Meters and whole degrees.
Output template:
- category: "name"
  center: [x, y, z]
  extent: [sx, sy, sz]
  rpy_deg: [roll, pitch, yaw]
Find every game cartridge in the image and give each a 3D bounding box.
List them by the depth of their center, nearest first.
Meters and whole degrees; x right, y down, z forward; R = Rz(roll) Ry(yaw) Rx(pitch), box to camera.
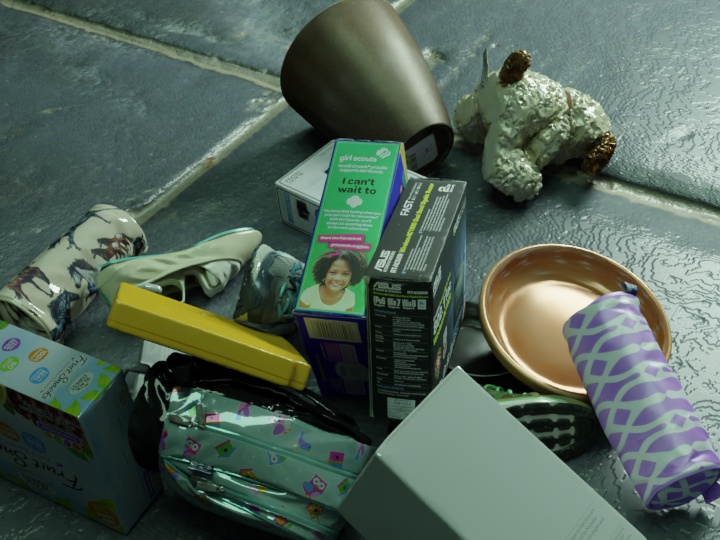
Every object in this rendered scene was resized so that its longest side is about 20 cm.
- category: "game cartridge"
  center: [-0.141, 0.059, 0.989]
  extent: [0.175, 0.033, 0.200]
  rpy_deg: [20, 1, -11]

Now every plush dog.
- category: "plush dog"
  center: [0.232, -0.190, 1.361]
  extent: [0.170, 0.161, 0.201]
  rpy_deg: [7, 35, -23]

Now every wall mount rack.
- category: "wall mount rack"
  center: [-0.158, 0.094, 1.111]
  extent: [0.172, 0.075, 0.201]
  rpy_deg: [19, 37, -19]

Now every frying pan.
- category: "frying pan"
  center: [0.148, 0.065, 1.138]
  extent: [0.188, 0.031, 0.115]
  rpy_deg: [-13, 43, -26]

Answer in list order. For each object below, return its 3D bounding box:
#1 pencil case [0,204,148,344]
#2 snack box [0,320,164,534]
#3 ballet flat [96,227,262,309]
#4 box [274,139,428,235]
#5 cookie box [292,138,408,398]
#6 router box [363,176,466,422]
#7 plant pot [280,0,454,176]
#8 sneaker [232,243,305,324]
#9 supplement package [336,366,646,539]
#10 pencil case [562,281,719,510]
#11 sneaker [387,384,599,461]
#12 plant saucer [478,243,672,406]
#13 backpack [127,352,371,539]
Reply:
- category: "pencil case"
  center: [-0.320, 0.006, 1.226]
  extent: [0.077, 0.090, 0.200]
  rpy_deg: [-12, 30, 40]
- category: "snack box"
  center: [-0.291, 0.136, 0.997]
  extent: [0.198, 0.170, 0.068]
  rpy_deg: [19, 48, 24]
- category: "ballet flat"
  center: [-0.194, 0.007, 1.224]
  extent: [0.198, 0.070, 0.070]
  rpy_deg: [-16, 41, -22]
- category: "box"
  center: [0.009, -0.075, 1.296]
  extent: [0.199, 0.061, 0.117]
  rpy_deg: [24, 49, 31]
- category: "cookie box"
  center: [0.000, 0.000, 1.084]
  extent: [0.074, 0.172, 0.202]
  rpy_deg: [5, 59, 11]
- category: "router box"
  center: [0.056, 0.022, 1.025]
  extent: [0.061, 0.151, 0.200]
  rpy_deg: [4, 31, 13]
- category: "plant pot"
  center: [0.026, -0.211, 1.387]
  extent: [0.186, 0.188, 0.201]
  rpy_deg: [-24, 58, -21]
- category: "sneaker"
  center: [-0.070, 0.019, 1.129]
  extent: [0.086, 0.078, 0.200]
  rpy_deg: [19, 9, 7]
- category: "supplement package"
  center: [0.099, 0.200, 0.864]
  extent: [0.200, 0.117, 0.117]
  rpy_deg: [43, 55, 10]
- category: "pencil case"
  center: [0.254, 0.116, 0.992]
  extent: [0.084, 0.085, 0.201]
  rpy_deg: [-36, 55, 27]
- category: "sneaker"
  center: [0.126, 0.130, 1.039]
  extent: [0.198, 0.078, 0.089]
  rpy_deg: [1, 32, 4]
- category: "plant saucer"
  center: [0.214, 0.058, 1.106]
  extent: [0.198, 0.038, 0.201]
  rpy_deg: [5, 48, -6]
- category: "backpack"
  center: [-0.092, 0.157, 0.954]
  extent: [0.198, 0.167, 0.128]
  rpy_deg: [19, 87, 7]
